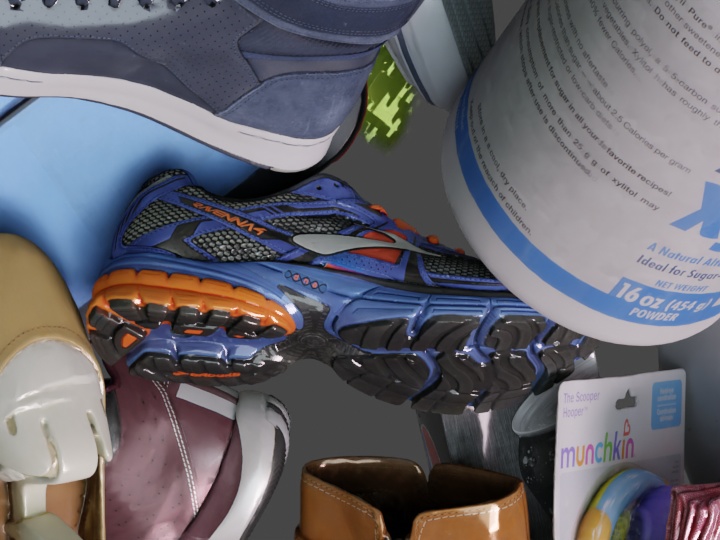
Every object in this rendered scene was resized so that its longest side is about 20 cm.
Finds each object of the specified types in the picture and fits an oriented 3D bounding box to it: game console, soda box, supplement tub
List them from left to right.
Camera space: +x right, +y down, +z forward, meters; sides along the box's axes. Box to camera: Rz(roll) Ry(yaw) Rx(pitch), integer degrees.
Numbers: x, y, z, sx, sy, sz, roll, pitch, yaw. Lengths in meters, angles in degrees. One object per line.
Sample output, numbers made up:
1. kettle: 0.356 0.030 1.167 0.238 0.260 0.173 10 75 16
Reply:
1. game console: -0.115 -0.070 1.122 0.200 0.031 0.177 -37 111 0
2. soda box: 0.070 0.101 1.198 0.071 0.063 0.201 -15 110 -7
3. supplement tub: 0.124 -0.077 1.037 0.132 0.132 0.200 18 139 -17

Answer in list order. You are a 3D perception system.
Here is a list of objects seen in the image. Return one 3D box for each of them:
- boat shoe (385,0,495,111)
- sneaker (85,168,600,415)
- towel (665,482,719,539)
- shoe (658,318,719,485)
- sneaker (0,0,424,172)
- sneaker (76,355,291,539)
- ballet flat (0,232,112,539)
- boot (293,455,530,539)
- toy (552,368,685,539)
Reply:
1. boat shoe: -0.005 -0.150 1.109 0.067 0.074 0.201 -9 114 22
2. sneaker: 0.000 0.000 1.103 0.199 0.075 0.079 7 61 -8
3. towel: 0.187 0.148 1.154 0.199 0.023 0.145 -2 103 -40
4. shoe: 0.191 0.081 1.220 0.091 0.071 0.201 -20 97 -33
5. sneaker: -0.070 -0.119 1.030 0.202 0.077 0.146 14 140 -24
6. sneaker: -0.118 0.117 1.168 0.115 0.076 0.200 28 96 -7
7. ballet flat: -0.113 0.087 1.093 0.068 0.063 0.201 -11 103 -36
8. boot: -0.015 0.151 1.160 0.199 0.077 0.156 0 115 22
9. toy: 0.118 0.142 1.146 0.047 0.115 0.201 4 93 29
